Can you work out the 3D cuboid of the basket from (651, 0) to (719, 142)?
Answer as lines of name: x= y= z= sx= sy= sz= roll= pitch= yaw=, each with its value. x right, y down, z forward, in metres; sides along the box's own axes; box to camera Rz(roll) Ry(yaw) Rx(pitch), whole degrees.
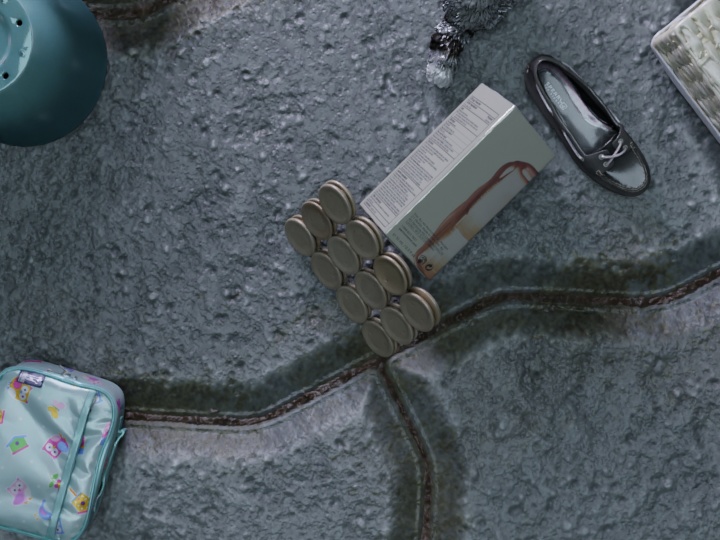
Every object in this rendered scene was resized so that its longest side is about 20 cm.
basket: x=0.435 y=-0.221 z=1.387 sx=0.135 sy=0.123 sz=0.201 roll=-37 pitch=89 yaw=4

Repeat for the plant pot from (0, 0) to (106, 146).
plant pot: x=-0.407 y=-0.248 z=1.434 sx=0.198 sy=0.161 sz=0.203 roll=0 pitch=91 yaw=4

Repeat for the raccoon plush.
raccoon plush: x=0.134 y=-0.305 z=1.408 sx=0.096 sy=0.134 sz=0.203 roll=11 pitch=91 yaw=3

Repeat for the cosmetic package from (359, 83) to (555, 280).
cosmetic package: x=0.107 y=-0.101 z=1.419 sx=0.200 sy=0.103 sz=0.087 roll=-44 pitch=118 yaw=5

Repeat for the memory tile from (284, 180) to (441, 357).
memory tile: x=0.000 y=0.000 z=1.426 sx=0.017 sy=0.153 sz=0.201 roll=-36 pitch=88 yaw=-33

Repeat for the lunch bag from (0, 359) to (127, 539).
lunch bag: x=-0.363 y=0.209 z=1.476 sx=0.158 sy=0.077 sz=0.202 roll=15 pitch=92 yaw=4

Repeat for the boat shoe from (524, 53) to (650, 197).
boat shoe: x=0.258 y=-0.163 z=1.440 sx=0.067 sy=0.057 sz=0.200 roll=-40 pitch=88 yaw=3
